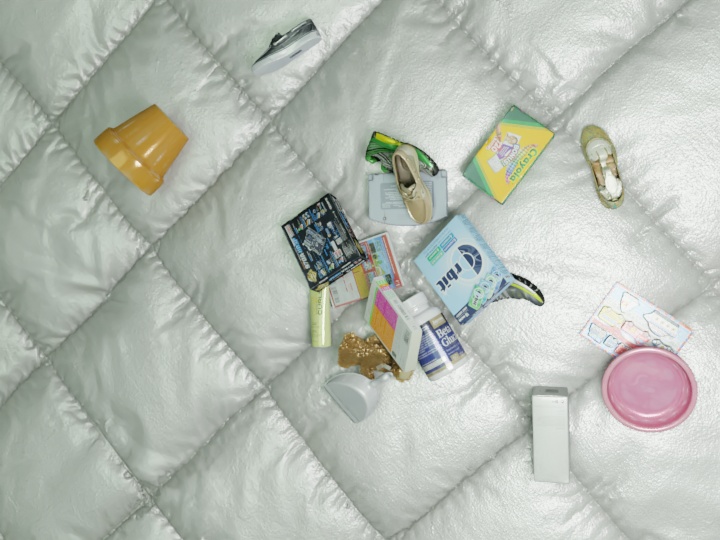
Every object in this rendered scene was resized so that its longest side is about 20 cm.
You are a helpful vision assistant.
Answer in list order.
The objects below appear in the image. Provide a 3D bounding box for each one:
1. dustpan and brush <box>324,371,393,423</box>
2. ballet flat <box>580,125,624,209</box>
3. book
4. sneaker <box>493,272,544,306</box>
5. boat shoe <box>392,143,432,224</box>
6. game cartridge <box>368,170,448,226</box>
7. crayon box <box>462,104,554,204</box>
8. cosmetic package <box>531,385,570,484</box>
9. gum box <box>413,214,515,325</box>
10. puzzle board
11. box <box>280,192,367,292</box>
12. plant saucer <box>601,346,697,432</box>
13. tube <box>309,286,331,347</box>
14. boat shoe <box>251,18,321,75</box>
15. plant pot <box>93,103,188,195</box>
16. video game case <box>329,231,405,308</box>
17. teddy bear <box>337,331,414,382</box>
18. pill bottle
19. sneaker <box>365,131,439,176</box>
[{"bbox_3d":[0.012,0.298,1.710,0.140,0.057,0.200,50,140,-4],"label":"dustpan and brush"},{"bbox_3d":[0.552,-0.237,1.546,0.070,0.071,0.201,-16,88,16],"label":"ballet flat"},{"bbox_3d":[0.077,0.125,1.626,0.200,0.048,0.134,-125,30,-42],"label":"book"},{"bbox_3d":[0.341,0.045,1.626,0.199,0.074,0.081,25,106,21],"label":"sneaker"},{"bbox_3d":[0.117,-0.194,1.610,0.072,0.065,0.201,-3,117,28],"label":"boat shoe"},{"bbox_3d":[0.118,-0.177,1.691,0.199,0.040,0.134,0,89,16],"label":"game cartridge"},{"bbox_3d":[0.347,-0.270,1.607,0.119,0.058,0.200,38,102,11],"label":"crayon box"},{"bbox_3d":[0.444,0.379,1.588,0.084,0.108,0.201,0,91,16],"label":"cosmetic package"},{"bbox_3d":[0.241,-0.001,1.611,0.170,0.044,0.200,-49,65,34],"label":"gum box"},{"bbox_3d":[0.632,0.143,1.568,0.200,0.017,0.151,35,102,11],"label":"puzzle board"},{"bbox_3d":[-0.094,-0.071,1.726,0.159,0.046,0.201,-33,68,15],"label":"box"},{"bbox_3d":[0.649,0.263,1.540,0.200,0.051,0.202,5,104,18],"label":"plant saucer"},{"bbox_3d":[-0.106,0.096,1.763,0.058,0.052,0.201,-2,91,3],"label":"tube"},{"bbox_3d":[-0.199,-0.572,1.744,0.199,0.072,0.068,-28,87,13],"label":"boat shoe"},{"bbox_3d":[-0.566,-0.334,1.813,0.183,0.200,0.200,-45,80,-3],"label":"plant pot"},{"bbox_3d":[0.000,0.000,1.743,0.199,0.017,0.144,-18,88,17],"label":"video game case"},{"bbox_3d":[0.044,0.216,1.722,0.199,0.067,0.146,-6,109,16],"label":"teddy bear"},{"bbox_3d":[0.166,0.156,1.654,0.111,0.111,0.201,-32,84,15],"label":"pill bottle"},{"bbox_3d":[0.102,-0.266,1.664,0.199,0.078,0.086,25,93,27],"label":"sneaker"}]
